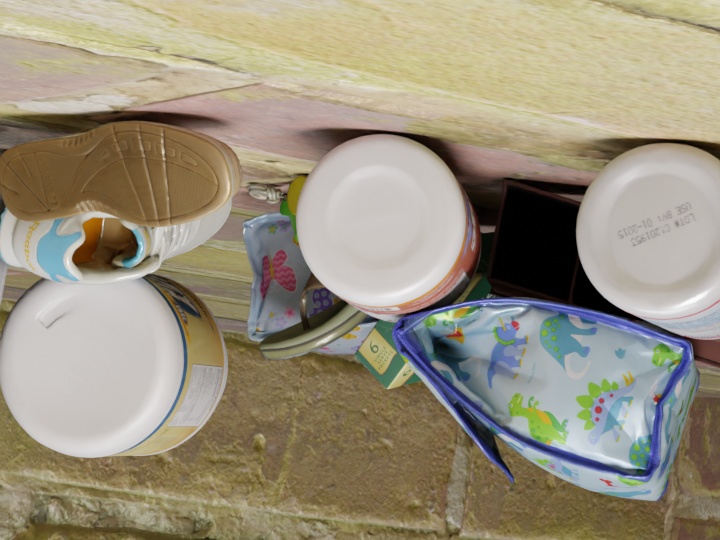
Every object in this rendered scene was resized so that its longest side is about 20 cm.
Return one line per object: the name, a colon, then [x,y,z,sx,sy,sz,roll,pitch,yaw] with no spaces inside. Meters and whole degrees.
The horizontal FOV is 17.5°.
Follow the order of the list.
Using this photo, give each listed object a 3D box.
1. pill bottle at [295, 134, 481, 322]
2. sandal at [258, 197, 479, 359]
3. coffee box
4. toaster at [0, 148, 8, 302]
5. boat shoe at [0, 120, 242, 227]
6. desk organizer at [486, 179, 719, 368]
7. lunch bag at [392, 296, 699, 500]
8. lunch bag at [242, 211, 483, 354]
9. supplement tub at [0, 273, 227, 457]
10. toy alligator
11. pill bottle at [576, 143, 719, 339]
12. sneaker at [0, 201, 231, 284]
pill bottle: [0.024,-0.024,1.583,0.111,0.113,0.200,5,175,8]
sandal: [0.001,-0.001,1.787,0.201,0.057,0.080,-39,-175,8]
coffee box: [0.091,0.026,1.809,0.044,0.123,0.200,47,-153,21]
toaster: [-0.348,-0.011,1.689,0.118,0.201,0.180,16,169,-38]
boat shoe: [-0.153,-0.071,1.573,0.199,0.074,0.069,2,-163,35]
desk organizer: [0.187,0.003,1.653,0.199,0.072,0.077,18,169,20]
lunch bag: [0.125,0.081,1.608,0.199,0.128,0.170,19,173,12]
lunch bag: [0.024,0.010,1.911,0.199,0.128,0.169,-8,171,18]
supplement tub: [-0.185,0.071,1.811,0.144,0.146,0.200,5,177,11]
toy alligator: [-0.029,-0.041,1.775,0.059,0.055,0.200,10,174,-34]
pill bottle: [0.214,-0.013,1.489,0.108,0.110,0.200,4,175,21]
sneaker: [-0.163,-0.028,1.694,0.081,0.077,0.199,21,-153,40]
